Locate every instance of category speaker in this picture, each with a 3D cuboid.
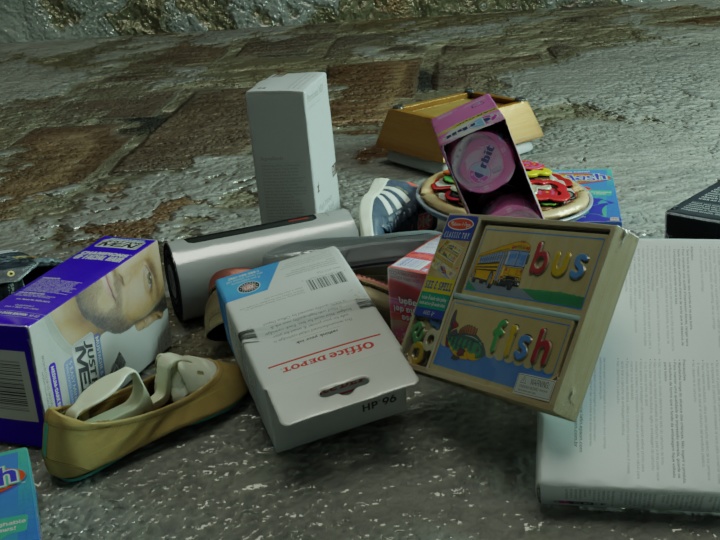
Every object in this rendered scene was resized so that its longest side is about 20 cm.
[{"bbox_3d":[-0.099,-0.007,1.101,0.197,0.083,0.081,-12,22,-18],"label":"speaker"}]

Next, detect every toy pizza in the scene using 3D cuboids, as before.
[{"bbox_3d":[0.160,-0.092,1.185,0.196,0.032,0.201,0,23,0],"label":"toy pizza"}]

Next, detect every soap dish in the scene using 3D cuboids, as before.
[{"bbox_3d":[0.144,-0.207,1.558,0.198,0.083,0.156,-17,24,-33],"label":"soap dish"}]

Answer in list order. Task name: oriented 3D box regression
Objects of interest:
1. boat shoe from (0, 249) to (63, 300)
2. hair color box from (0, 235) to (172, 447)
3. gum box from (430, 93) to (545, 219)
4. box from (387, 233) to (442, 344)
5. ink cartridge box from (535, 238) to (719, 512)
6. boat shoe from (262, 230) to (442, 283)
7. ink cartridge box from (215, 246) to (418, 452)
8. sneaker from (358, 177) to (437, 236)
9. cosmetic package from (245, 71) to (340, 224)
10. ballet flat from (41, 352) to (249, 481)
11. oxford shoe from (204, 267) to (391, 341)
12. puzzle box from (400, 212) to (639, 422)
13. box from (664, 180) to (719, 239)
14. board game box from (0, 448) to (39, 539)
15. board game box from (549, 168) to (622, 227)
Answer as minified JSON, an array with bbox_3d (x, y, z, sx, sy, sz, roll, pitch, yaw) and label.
[{"bbox_3d":[-0.391,0.024,1.087,0.090,0.072,0.200,3,20,29],"label":"boat shoe"},{"bbox_3d":[-0.243,0.055,0.927,0.064,0.111,0.200,3,23,19],"label":"hair color box"},{"bbox_3d":[0.137,-0.055,1.019,0.065,0.202,0.114,-23,19,7],"label":"gum box"},{"bbox_3d":[0.131,0.038,0.913,0.197,0.096,0.102,10,26,32],"label":"box"},{"bbox_3d":[0.224,0.069,0.749,0.196,0.044,0.199,2,59,11],"label":"ink cartridge box"},{"bbox_3d":[0.000,0.000,1.058,0.197,0.063,0.072,-5,11,-20],"label":"boat shoe"},{"bbox_3d":[-0.036,0.071,0.861,0.114,0.069,0.201,-16,36,-13],"label":"ink cartridge box"},{"bbox_3d":[0.045,-0.055,1.205,0.083,0.076,0.201,6,27,6],"label":"sneaker"},{"bbox_3d":[-0.071,-0.112,1.190,0.073,0.203,0.102,1,22,13],"label":"cosmetic package"},{"bbox_3d":[-0.165,0.102,0.855,0.068,0.064,0.199,14,28,39],"label":"ballet flat"},{"bbox_3d":[-0.050,0.048,0.997,0.196,0.071,0.076,1,49,8],"label":"oxford shoe"},{"bbox_3d":[0.108,0.026,0.784,0.025,0.135,0.199,25,-8,-29],"label":"puzzle box"},{"bbox_3d":[0.346,0.000,0.896,0.103,0.151,0.199,14,27,41],"label":"box"},{"bbox_3d":[-0.272,0.190,0.655,0.150,0.046,0.200,-12,22,-18],"label":"board game box"},{"bbox_3d":[0.223,-0.070,1.240,0.149,0.046,0.200,-1,21,9],"label":"board game box"}]
